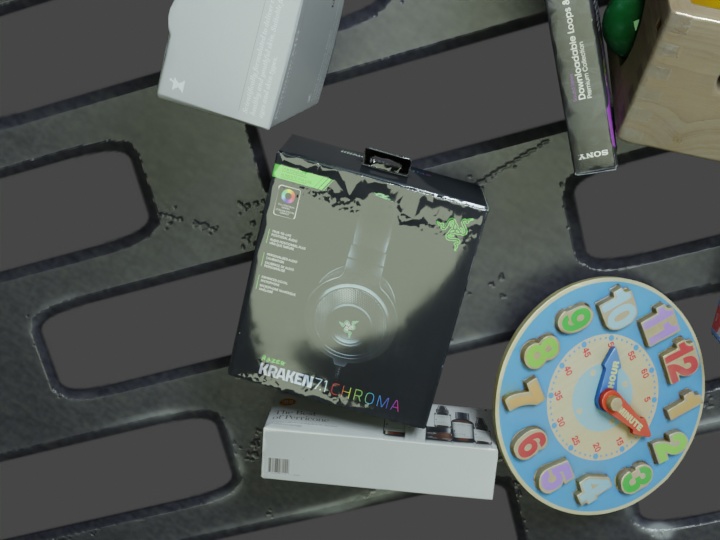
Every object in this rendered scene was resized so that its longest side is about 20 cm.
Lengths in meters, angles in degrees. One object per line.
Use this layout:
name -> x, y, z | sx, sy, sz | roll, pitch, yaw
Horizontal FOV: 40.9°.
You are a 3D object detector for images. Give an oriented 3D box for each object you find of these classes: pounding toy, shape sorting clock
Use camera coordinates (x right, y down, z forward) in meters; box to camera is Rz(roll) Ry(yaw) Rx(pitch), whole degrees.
pounding toy -> 0.243, -0.171, 0.645 | 0.195, 0.186, 0.144 | 11, 136, -2
shape sorting clock -> 0.203, 0.107, 0.807 | 0.196, 0.039, 0.205 | -2, 97, -19

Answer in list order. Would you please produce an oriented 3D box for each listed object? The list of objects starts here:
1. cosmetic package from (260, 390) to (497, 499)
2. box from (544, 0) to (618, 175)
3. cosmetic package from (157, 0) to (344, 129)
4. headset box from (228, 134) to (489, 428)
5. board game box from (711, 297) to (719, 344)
cosmetic package -> 0.017, 0.148, 0.836 | 0.195, 0.083, 0.052 | 5, 105, 2
box -> 0.155, -0.184, 0.697 | 0.035, 0.143, 0.204 | -10, 105, 18
cosmetic package -> -0.070, -0.171, 0.689 | 0.088, 0.200, 0.109 | 16, 108, 0
headset box -> 0.000, 0.000, 0.789 | 0.170, 0.093, 0.204 | 15, 106, -1
board game box -> 0.406, -0.017, 0.771 | 0.191, 0.056, 0.204 | 9, 106, 1
